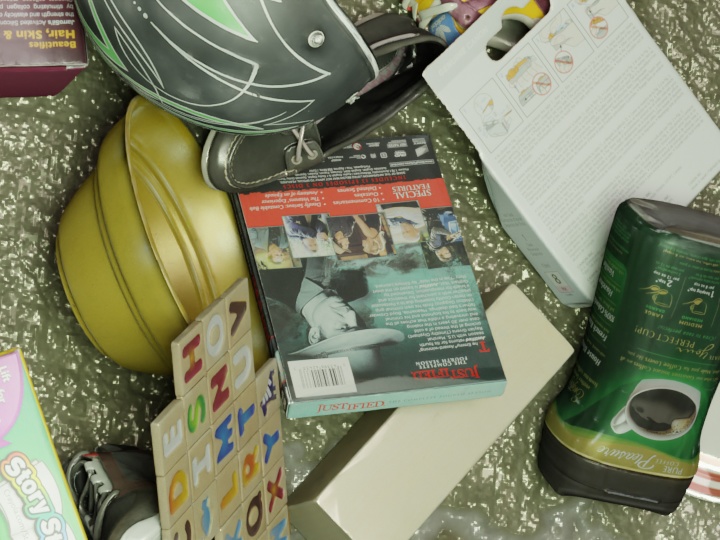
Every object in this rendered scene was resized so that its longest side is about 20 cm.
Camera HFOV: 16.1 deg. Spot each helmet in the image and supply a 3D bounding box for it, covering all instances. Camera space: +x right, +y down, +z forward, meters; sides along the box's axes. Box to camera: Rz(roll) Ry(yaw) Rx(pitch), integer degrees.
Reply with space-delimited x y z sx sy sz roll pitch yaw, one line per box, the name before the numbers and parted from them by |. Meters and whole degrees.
helmet | -0.078 -0.180 1.539 0.199 0.200 0.192 15 82 -18

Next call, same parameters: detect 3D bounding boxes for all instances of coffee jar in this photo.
coffee jar | 0.189 0.060 1.669 0.104 0.085 0.201 13 106 -19

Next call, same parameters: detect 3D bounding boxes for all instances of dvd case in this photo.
dvd case | 0.000 0.000 1.628 0.145 0.022 0.201 -6 54 -17

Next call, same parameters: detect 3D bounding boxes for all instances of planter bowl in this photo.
planter bowl | -0.132 -0.001 1.573 0.083 0.200 0.201 -23 89 13

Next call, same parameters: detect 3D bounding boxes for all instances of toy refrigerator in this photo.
toy refrigerator | 0.045 0.105 1.650 0.070 0.076 0.200 46 68 -8

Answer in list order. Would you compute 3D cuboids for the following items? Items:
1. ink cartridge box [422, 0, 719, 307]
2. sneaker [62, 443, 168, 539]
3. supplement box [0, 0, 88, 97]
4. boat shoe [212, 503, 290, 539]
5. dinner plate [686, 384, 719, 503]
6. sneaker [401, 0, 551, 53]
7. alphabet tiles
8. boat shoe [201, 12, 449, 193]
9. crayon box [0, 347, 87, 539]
ink cartridge box | 0.143 -0.102 1.724 0.163 0.057 0.200 -44 103 -21
sneaker | -0.148 0.147 1.518 0.082 0.200 0.077 27 94 -3
supplement box | -0.241 -0.213 1.591 0.110 0.086 0.201 -3 81 -21
boat shoe | -0.105 0.213 1.573 0.070 0.070 0.201 45 47 -24
dinner plate | 0.258 0.060 1.718 0.199 0.024 0.201 3 103 11
sneaker | 0.050 -0.198 1.705 0.199 0.075 0.091 17 69 -16
alphabet tiles | -0.080 0.115 1.495 0.167 0.008 0.201 -46 137 -59
boat shoe | -0.020 -0.110 1.644 0.200 0.057 0.067 -38 129 -36
crayon box | -0.198 0.155 1.493 0.058 0.173 0.201 -19 88 -13
